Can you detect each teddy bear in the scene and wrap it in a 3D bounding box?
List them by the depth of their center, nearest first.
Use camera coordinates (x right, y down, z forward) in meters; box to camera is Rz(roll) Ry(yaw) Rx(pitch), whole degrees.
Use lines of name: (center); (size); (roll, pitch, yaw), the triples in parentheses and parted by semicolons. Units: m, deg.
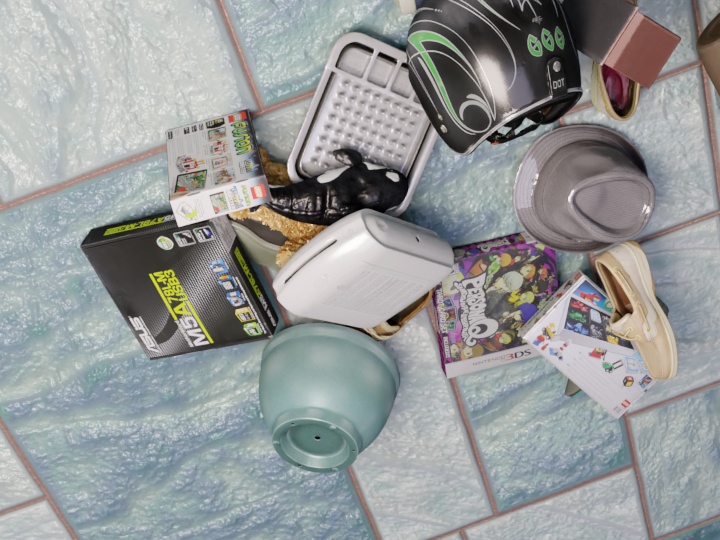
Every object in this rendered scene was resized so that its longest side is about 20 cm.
teddy bear: (-0.077, -0.076, 1.320); (0.200, 0.145, 0.067); (46, 144, -10)

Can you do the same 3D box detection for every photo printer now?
photo printer: (0.000, 0.000, 1.292); (0.166, 0.070, 0.200); (-37, 151, 26)

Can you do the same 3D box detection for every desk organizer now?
desk organizer: (0.279, -0.287, 1.224); (0.077, 0.200, 0.072); (21, 110, -28)

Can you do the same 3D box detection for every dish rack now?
dish rack: (0.009, -0.179, 1.300); (0.171, 0.044, 0.201); (19, 99, -22)

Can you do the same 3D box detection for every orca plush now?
orca plush: (-0.031, -0.093, 1.252); (0.199, 0.071, 0.106); (10, 103, -19)

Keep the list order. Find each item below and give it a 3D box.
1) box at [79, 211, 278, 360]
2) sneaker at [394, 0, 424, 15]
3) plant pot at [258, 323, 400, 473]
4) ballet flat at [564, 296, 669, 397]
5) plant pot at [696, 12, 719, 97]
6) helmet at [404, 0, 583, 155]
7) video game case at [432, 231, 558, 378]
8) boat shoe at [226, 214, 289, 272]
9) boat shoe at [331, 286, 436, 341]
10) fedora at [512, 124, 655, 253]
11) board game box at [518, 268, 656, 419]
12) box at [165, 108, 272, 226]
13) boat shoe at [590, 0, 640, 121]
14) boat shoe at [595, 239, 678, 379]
box: (-0.230, 0.018, 1.347); (0.192, 0.048, 0.201); (-11, 124, 18)
sneaker: (0.061, -0.391, 1.186); (0.084, 0.075, 0.200); (-20, 139, -2)
plant pot: (-0.051, 0.188, 1.428); (0.199, 0.135, 0.201); (5, 134, 6)
ballet flat: (0.366, 0.105, 1.558); (0.200, 0.067, 0.064); (-43, 92, 13)
plant pot: (0.522, -0.257, 1.314); (0.200, 0.200, 0.175); (-43, 102, 14)
helmet: (0.146, -0.247, 1.191); (0.199, 0.200, 0.191); (-26, 83, 4)
video game case: (0.194, 0.048, 1.495); (0.180, 0.036, 0.201); (-13, 121, -6)
boat shoe: (-0.132, -0.047, 1.361); (0.200, 0.061, 0.072); (23, 147, -21)
boat shoe: (0.028, 0.055, 1.427); (0.076, 0.074, 0.200); (34, 121, -19)
fedora: (0.311, -0.097, 1.386); (0.199, 0.090, 0.178); (15, 103, -24)
board game box: (0.341, 0.107, 1.499); (0.200, 0.035, 0.126); (40, 102, -16)
box: (-0.169, -0.124, 1.223); (0.109, 0.200, 0.035); (-15, 122, -3)
boat shoe: (0.325, -0.283, 1.313); (0.074, 0.066, 0.201); (-15, 122, -3)
boat shoe: (0.372, 0.062, 1.434); (0.069, 0.074, 0.201); (-21, 92, -15)
